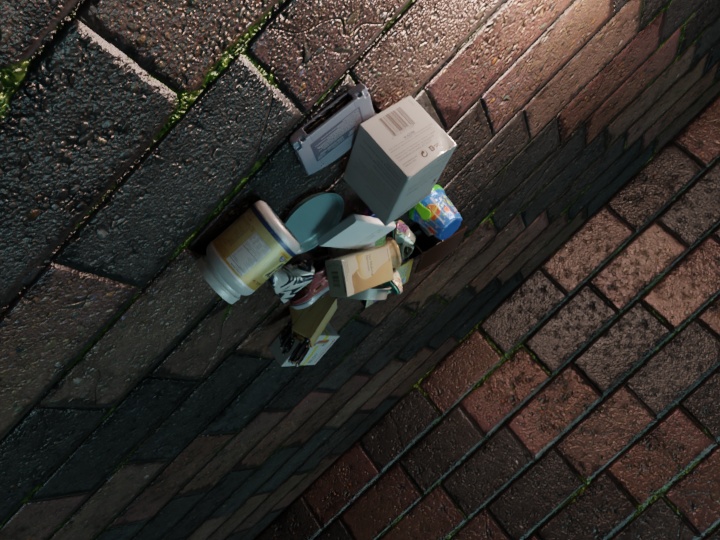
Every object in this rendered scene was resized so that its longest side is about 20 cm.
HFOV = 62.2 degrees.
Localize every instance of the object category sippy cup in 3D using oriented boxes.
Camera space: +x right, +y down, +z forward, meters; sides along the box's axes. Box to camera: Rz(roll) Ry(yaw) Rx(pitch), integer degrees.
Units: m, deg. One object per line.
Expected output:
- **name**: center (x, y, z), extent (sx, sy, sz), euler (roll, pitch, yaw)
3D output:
- **sippy cup**: center (0.239, -0.170, 1.840), extent (0.176, 0.131, 0.141), euler (-29, 154, -28)

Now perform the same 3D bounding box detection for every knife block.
- **knife block**: center (-0.148, 0.183, 1.765), extent (0.196, 0.178, 0.064), euler (-13, 151, -8)

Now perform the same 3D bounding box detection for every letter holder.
- **letter holder**: center (0.239, -0.098, 2.003), extent (0.198, 0.101, 0.143), euler (-30, 156, -25)

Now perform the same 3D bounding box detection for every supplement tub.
- **supplement tub**: center (-0.246, -0.038, 1.307), extent (0.199, 0.145, 0.144), euler (-41, 156, 0)

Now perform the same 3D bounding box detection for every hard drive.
- **hard drive**: center (-0.007, -0.100, 1.586), extent (0.131, 0.027, 0.199), euler (-32, 163, 29)

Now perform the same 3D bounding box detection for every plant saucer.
- **plant saucer**: center (-0.127, -0.122, 1.493), extent (0.199, 0.027, 0.201), euler (-34, 154, -19)

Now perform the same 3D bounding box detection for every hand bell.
- **hand bell**: center (0.015, -0.028, 1.827), extent (0.197, 0.105, 0.105), euler (-17, 149, -20)

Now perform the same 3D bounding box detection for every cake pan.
- **cake pan**: center (-0.006, 0.062, 1.800), extent (0.199, 0.197, 0.037), euler (0, 95, -56)

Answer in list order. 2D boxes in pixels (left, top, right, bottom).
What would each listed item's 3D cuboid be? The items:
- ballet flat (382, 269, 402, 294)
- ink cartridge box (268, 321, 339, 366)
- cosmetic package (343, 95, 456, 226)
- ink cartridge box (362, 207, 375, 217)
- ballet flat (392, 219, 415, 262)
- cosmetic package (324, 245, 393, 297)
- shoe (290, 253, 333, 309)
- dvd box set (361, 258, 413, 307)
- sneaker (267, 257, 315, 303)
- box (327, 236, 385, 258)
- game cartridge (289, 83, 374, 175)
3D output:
- **ballet flat**: center (0.086, 0.020, 1.887), extent (0.064, 0.199, 0.076), euler (-37, 119, -16)
- **ink cartridge box**: center (-0.179, 0.232, 1.936), extent (0.145, 0.084, 0.199), euler (-48, 155, 15)
- **cosmetic package**: center (0.085, -0.250, 1.376), extent (0.167, 0.167, 0.201), euler (-36, 167, -26)
- **ink cartridge box**: center (0.087, -0.181, 1.633), extent (0.198, 0.043, 0.119), euler (-26, 180, -23)
- **ballet flat**: center (0.138, -0.090, 1.888), extent (0.201, 0.070, 0.070), euler (88, 26, -61)
- **cosmetic package**: center (0.000, 0.000, 1.663), extent (0.070, 0.107, 0.198), euler (-1, -166, 44)
- **shoe**: center (-0.137, 0.029, 1.689), extent (0.198, 0.072, 0.091), euler (-32, 132, 16)
- **dvd box set**: center (0.093, 0.036, 2.086), extent (0.198, 0.029, 0.147), euler (-31, 153, -22)
- **sneaker**: center (-0.181, 0.005, 1.560), extent (0.129, 0.080, 0.200), euler (-39, 156, -8)
- **box**: center (-0.008, -0.081, 1.734), extent (0.198, 0.036, 0.145), euler (-31, 154, -20)
- **game cartridge**: center (-0.056, -0.300, 1.293), extent (0.199, 0.041, 0.133), euler (-39, 153, -6)
